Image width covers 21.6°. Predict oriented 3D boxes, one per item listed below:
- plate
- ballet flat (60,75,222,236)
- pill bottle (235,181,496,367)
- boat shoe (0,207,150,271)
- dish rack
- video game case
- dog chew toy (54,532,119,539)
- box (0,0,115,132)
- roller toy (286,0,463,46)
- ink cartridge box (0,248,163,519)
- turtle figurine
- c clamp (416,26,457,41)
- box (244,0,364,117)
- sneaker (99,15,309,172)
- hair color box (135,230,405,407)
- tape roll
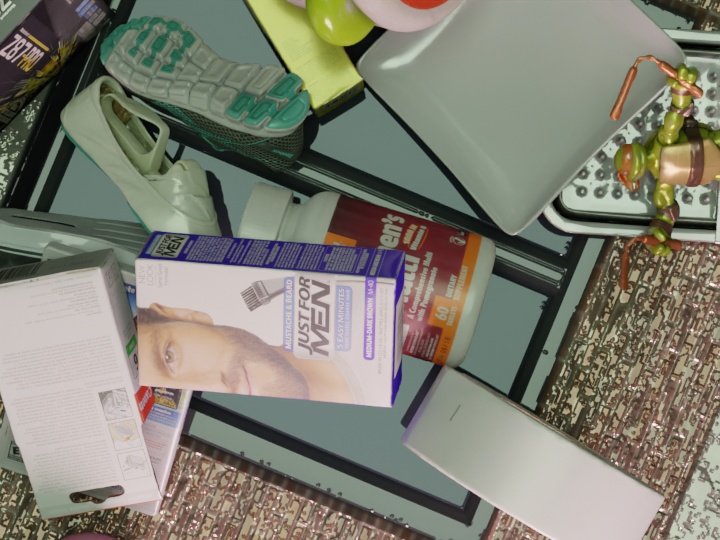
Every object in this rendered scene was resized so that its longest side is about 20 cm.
[{"bbox_3d":[0.129,-0.164,1.511,0.200,0.032,0.200,-45,74,12],"label":"plate"},{"bbox_3d":[-0.165,-0.080,1.510,0.069,0.069,0.200,-43,72,0],"label":"ballet flat"},{"bbox_3d":[0.000,0.000,1.506,0.199,0.110,0.110,16,90,1],"label":"pill bottle"},{"bbox_3d":[-0.210,0.000,1.538,0.199,0.072,0.071,12,112,2],"label":"boat shoe"},{"bbox_3d":[0.247,-0.110,1.536,0.199,0.044,0.172,4,90,1],"label":"dish rack"},{"bbox_3d":[-0.207,0.089,1.521,0.143,0.018,0.201,18,110,1],"label":"video game case"},{"bbox_3d":[-0.260,0.292,1.506,0.200,0.125,0.125,-26,89,9],"label":"dog chew toy"},{"bbox_3d":[-0.277,-0.174,1.469,0.049,0.200,0.161,42,89,3],"label":"box"},{"bbox_3d":[0.006,-0.282,1.434,0.139,0.200,0.183,19,123,36],"label":"roller toy"},{"bbox_3d":[-0.225,0.091,1.488,0.109,0.050,0.201,-10,108,10],"label":"ink cartridge box"},{"bbox_3d":[0.266,-0.080,1.480,0.161,0.064,0.201,-1,116,-4],"label":"turtle figurine"},{"bbox_3d":[0.064,-0.284,1.554,0.200,0.027,0.171,28,95,0],"label":"c clamp"},{"bbox_3d":[-0.068,-0.223,1.529,0.050,0.075,0.200,-31,88,0],"label":"box"},{"bbox_3d":[-0.127,-0.136,1.529,0.200,0.091,0.078,28,63,24],"label":"sneaker"},{"bbox_3d":[-0.068,0.037,1.438,0.199,0.065,0.110,5,113,9],"label":"hair color box"},{"bbox_3d":[0.132,0.152,1.456,0.202,0.202,0.071,31,90,1],"label":"tape roll"}]
